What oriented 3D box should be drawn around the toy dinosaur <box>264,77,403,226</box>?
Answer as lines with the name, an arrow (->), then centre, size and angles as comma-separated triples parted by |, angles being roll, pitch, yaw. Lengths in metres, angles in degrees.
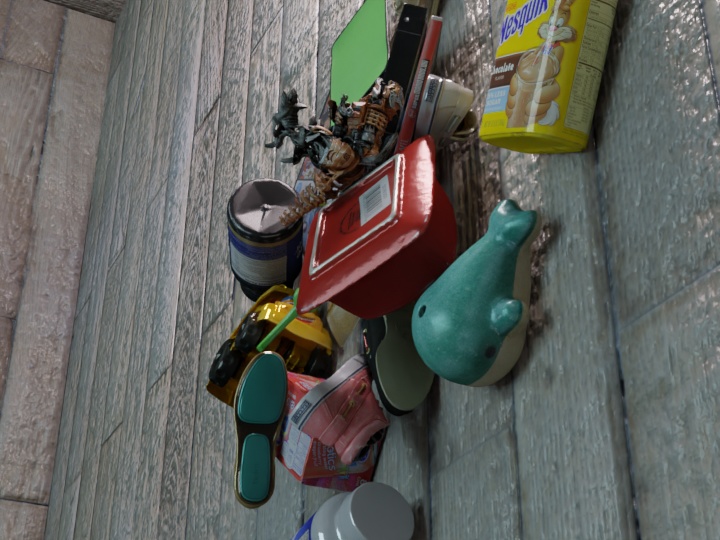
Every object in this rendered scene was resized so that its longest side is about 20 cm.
toy dinosaur -> -0.034, -0.145, 1.409 | 0.136, 0.200, 0.102 | 30, 151, 29

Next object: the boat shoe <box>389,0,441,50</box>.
boat shoe -> 0.074, -0.371, 1.653 | 0.200, 0.065, 0.072 | -64, 25, 27

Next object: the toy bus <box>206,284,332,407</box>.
toy bus -> -0.118, 0.092, 1.768 | 0.200, 0.136, 0.192 | -51, 17, 42

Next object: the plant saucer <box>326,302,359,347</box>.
plant saucer -> 0.000, 0.000, 1.556 | 0.200, 0.035, 0.200 | -156, 90, -86

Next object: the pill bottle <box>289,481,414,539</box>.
pill bottle -> -0.020, 0.325, 1.397 | 0.200, 0.112, 0.112 | -53, 32, 42

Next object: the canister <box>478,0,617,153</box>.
canister -> 0.198, -0.227, 1.260 | 0.148, 0.086, 0.200 | -172, 94, -67

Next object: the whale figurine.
whale figurine -> 0.120, 0.020, 1.265 | 0.200, 0.104, 0.159 | -71, 23, 11

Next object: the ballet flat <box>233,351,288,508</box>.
ballet flat -> -0.135, 0.204, 1.554 | 0.063, 0.068, 0.200 | 129, 150, -72

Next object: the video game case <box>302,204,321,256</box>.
video game case -> -0.049, -0.120, 1.839 | 0.200, 0.025, 0.181 | -66, 25, 22

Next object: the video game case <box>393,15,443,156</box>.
video game case -> 0.068, -0.199, 1.523 | 0.143, 0.017, 0.200 | 95, -170, -73

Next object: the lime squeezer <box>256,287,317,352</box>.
lime squeezer -> -0.058, 0.028, 1.572 | 0.200, 0.038, 0.071 | -51, -9, -28

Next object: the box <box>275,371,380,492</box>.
box -> -0.054, 0.206, 1.568 | 0.200, 0.095, 0.103 | 23, 98, 67

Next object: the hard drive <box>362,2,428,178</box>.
hard drive -> 0.045, -0.217, 1.531 | 0.140, 0.038, 0.200 | 92, -167, -75

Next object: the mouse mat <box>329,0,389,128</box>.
mouse mat -> -0.003, -0.307, 1.733 | 0.161, 0.008, 0.200 | -46, 34, 42

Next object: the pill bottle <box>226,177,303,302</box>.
pill bottle -> -0.141, -0.037, 1.811 | 0.200, 0.112, 0.112 | 95, 174, -56

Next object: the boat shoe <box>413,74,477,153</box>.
boat shoe -> 0.105, -0.177, 1.460 | 0.200, 0.070, 0.071 | 94, -169, -75

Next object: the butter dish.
butter dish -> 0.042, -0.021, 1.384 | 0.199, 0.148, 0.200 | -35, 27, 27

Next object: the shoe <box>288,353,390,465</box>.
shoe -> -0.007, 0.164, 1.414 | 0.072, 0.091, 0.200 | -54, -10, 20

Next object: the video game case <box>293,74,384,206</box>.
video game case -> -0.026, -0.188, 1.745 | 0.181, 0.025, 0.200 | 17, 87, 65

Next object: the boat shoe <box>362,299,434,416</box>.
boat shoe -> 0.042, 0.096, 1.446 | 0.202, 0.074, 0.063 | -95, 25, -45
